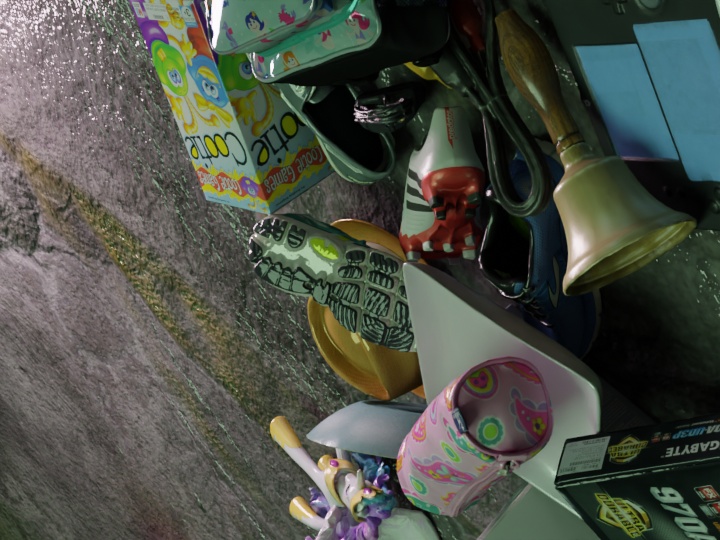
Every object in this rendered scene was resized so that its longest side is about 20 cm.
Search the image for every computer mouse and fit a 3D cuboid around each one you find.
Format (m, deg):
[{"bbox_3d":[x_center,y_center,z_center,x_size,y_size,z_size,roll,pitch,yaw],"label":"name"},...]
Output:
[{"bbox_3d":[0.024,-0.119,1.330,0.200,0.058,0.034,-80,-23,-80],"label":"computer mouse"}]

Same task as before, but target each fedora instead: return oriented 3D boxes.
[{"bbox_3d":[0.013,0.052,1.574,0.200,0.082,0.202,36,147,29],"label":"fedora"}]

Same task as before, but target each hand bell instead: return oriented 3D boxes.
[{"bbox_3d":[0.144,-0.095,1.214,0.201,0.103,0.104,64,153,13],"label":"hand bell"}]

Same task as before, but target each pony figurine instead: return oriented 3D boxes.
[{"bbox_3d":[-0.016,0.257,1.788,0.200,0.165,0.195,35,141,58],"label":"pony figurine"}]

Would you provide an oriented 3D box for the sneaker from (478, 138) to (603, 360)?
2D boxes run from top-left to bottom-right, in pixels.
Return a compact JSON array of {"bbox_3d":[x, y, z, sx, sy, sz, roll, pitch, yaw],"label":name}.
[{"bbox_3d":[0.129,0.000,1.345,0.078,0.089,0.202,22,137,45],"label":"sneaker"}]

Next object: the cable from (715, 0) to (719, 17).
[{"bbox_3d":[0.287,-0.158,0.975,0.199,0.069,0.201,32,145,33],"label":"cable"}]

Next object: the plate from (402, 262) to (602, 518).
[{"bbox_3d":[0.123,0.095,1.369,0.199,0.032,0.201,33,151,32],"label":"plate"}]

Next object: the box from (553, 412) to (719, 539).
[{"bbox_3d":[0.261,0.188,1.284,0.158,0.046,0.200,-14,130,37],"label":"box"}]

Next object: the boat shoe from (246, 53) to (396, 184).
[{"bbox_3d":[-0.032,-0.157,1.426,0.201,0.073,0.062,56,170,-18],"label":"boat shoe"}]

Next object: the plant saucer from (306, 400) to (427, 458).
[{"bbox_3d":[0.052,0.142,1.546,0.200,0.199,0.039,6,91,53],"label":"plant saucer"}]

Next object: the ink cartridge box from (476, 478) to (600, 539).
[{"bbox_3d":[0.192,0.279,1.487,0.200,0.086,0.148,42,172,8],"label":"ink cartridge box"}]

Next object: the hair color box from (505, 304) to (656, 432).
[{"bbox_3d":[0.173,0.131,1.446,0.200,0.060,0.100,41,148,25],"label":"hair color box"}]

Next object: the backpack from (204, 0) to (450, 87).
[{"bbox_3d":[-0.031,-0.244,1.247,0.177,0.149,0.203,-10,82,51],"label":"backpack"}]

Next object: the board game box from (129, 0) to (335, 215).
[{"bbox_3d":[-0.103,-0.165,1.497,0.104,0.103,0.202,14,131,49],"label":"board game box"}]

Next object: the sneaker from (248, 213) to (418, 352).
[{"bbox_3d":[0.000,0.000,1.478,0.199,0.079,0.078,30,115,22],"label":"sneaker"}]

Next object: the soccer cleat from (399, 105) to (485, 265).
[{"bbox_3d":[0.067,-0.064,1.404,0.200,0.068,0.086,96,171,-71],"label":"soccer cleat"}]

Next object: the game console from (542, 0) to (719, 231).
[{"bbox_3d":[0.209,-0.117,1.169,0.176,0.031,0.202,4,123,54],"label":"game console"}]

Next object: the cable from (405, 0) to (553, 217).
[{"bbox_3d":[0.095,-0.138,1.275,0.097,0.050,0.201,-44,75,27],"label":"cable"}]

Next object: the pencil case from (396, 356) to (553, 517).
[{"bbox_3d":[0.086,0.133,1.345,0.088,0.087,0.200,50,158,7],"label":"pencil case"}]
